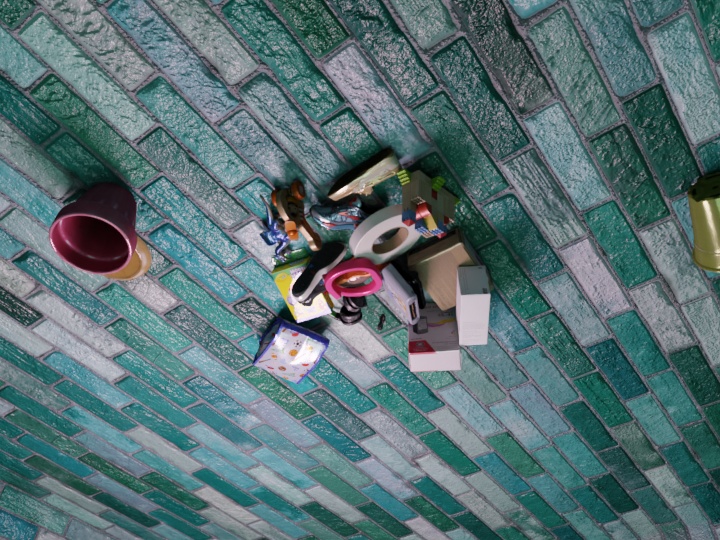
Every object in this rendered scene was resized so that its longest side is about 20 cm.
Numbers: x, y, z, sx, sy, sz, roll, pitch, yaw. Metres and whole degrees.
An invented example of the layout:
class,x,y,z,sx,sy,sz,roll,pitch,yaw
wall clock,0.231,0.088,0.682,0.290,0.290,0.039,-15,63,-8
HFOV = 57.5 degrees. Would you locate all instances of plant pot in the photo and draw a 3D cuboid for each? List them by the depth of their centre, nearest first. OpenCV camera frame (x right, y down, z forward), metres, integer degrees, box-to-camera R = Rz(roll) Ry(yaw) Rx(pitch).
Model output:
class,x,y,z,sx,sy,sz,roll,pitch,yaw
plant pot,0.883,-0.130,1.586,0.200,0.200,0.190,-23,116,22
plant pot,-0.651,-0.120,1.651,0.199,0.179,0.200,1,132,1
plant pot,-0.686,-0.041,1.828,0.199,0.028,0.200,1,133,1

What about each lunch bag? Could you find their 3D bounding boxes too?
class,x,y,z,sx,sy,sz,roll,pitch,yaw
lunch bag,-0.207,0.231,1.991,0.170,0.124,0.200,24,137,-18

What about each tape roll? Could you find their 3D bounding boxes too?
class,x,y,z,sx,sy,sz,roll,pitch,yaw
tape roll,0.068,-0.089,1.679,0.202,0.037,0.203,-21,151,-13

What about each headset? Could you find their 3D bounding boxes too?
class,x,y,z,sx,sy,sz,roll,pitch,yaw
headset,-0.024,0.115,1.894,0.199,0.094,0.124,17,132,3

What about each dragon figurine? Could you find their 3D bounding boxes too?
class,x,y,z,sx,sy,sz,roll,pitch,yaw
dragon figurine,-0.230,-0.103,1.728,0.099,0.059,0.200,-26,128,23

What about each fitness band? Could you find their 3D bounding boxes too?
class,x,y,z,sx,sy,sz,roll,pitch,yaw
fitness band,-0.019,0.026,1.737,0.143,0.038,0.200,-17,155,10

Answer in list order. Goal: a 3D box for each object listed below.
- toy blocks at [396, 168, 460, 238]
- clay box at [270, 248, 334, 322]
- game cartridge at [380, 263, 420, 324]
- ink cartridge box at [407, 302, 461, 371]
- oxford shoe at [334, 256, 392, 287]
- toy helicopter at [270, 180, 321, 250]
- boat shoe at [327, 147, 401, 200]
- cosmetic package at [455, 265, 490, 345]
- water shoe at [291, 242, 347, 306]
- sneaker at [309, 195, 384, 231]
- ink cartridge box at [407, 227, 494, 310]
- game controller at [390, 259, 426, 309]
class,x,y,z,sx,sy,sz,roll,pitch,yaw
toy blocks,0.166,-0.145,1.591,0.100,0.137,0.200,-18,148,38
clay box,-0.167,0.043,1.842,0.115,0.048,0.200,-18,116,17
game cartridge,0.108,0.063,1.793,0.042,0.133,0.200,-39,156,-9
ink cartridge box,0.210,0.188,1.878,0.147,0.200,0.086,-5,131,7
oxford shoe,0.000,0.000,1.820,0.199,0.071,0.073,-17,154,17
toy helicopter,-0.154,-0.119,1.662,0.079,0.132,0.200,-18,130,21
boat shoe,0.011,-0.219,1.603,0.200,0.074,0.066,-28,120,25
cosmetic package,0.299,0.095,1.752,0.081,0.113,0.200,-4,131,5
water shoe,-0.107,0.008,1.779,0.200,0.071,0.079,-47,145,-9
sneaker,-0.030,-0.156,1.671,0.199,0.079,0.096,7,127,-17
ink cartridge box,0.245,-0.001,1.789,0.164,0.075,0.200,-25,126,21
game controller,0.131,0.039,1.789,0.104,0.042,0.200,35,165,24
